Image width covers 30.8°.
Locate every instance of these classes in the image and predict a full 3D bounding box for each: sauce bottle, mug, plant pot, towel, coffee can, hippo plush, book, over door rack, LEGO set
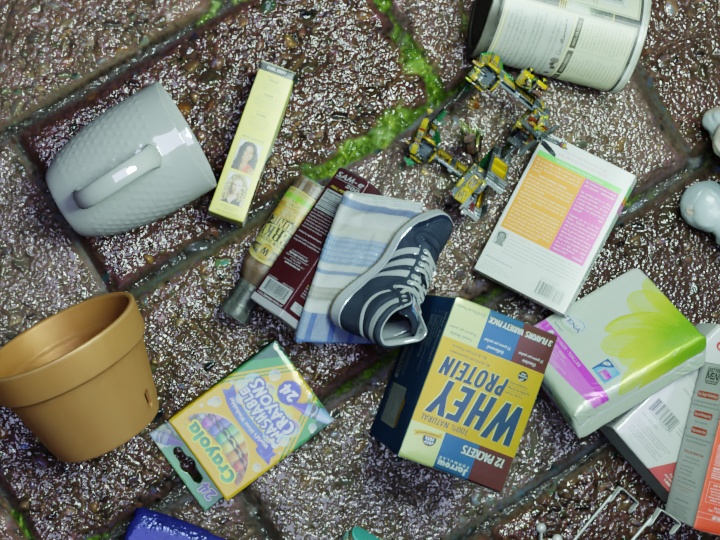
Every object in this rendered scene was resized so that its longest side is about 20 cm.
[{"bbox_3d":[-0.106,-0.024,1.656,0.065,0.065,0.201,32,84,-5],"label":"sauce bottle"},{"bbox_3d":[-0.284,-0.119,1.570,0.175,0.200,0.148,-29,101,2],"label":"mug"},{"bbox_3d":[-0.332,0.135,1.566,0.199,0.200,0.141,-27,107,-7],"label":"plant pot"},{"bbox_3d":[0.000,0.000,1.623,0.146,0.024,0.201,6,108,-49],"label":"towel"},{"bbox_3d":[0.250,-0.320,1.671,0.199,0.146,0.147,14,86,-7],"label":"coffee can"},{"bbox_3d":[0.513,-0.107,1.720,0.199,0.159,0.161,30,115,9],"label":"hippo plush"},{"bbox_3d":[0.252,-0.059,1.688,0.133,0.048,0.201,28,86,19],"label":"book"},{"bbox_3d":[0.284,0.344,1.650,0.200,0.148,0.067,-37,98,-7],"label":"over door rack"},{"bbox_3d":[-0.214,0.396,1.637,0.199,0.050,0.149,22,78,-5],"label":"towel"},{"bbox_3d":[0.147,-0.161,1.631,0.154,0.116,0.200,43,120,-13],"label":"LEGO set"}]

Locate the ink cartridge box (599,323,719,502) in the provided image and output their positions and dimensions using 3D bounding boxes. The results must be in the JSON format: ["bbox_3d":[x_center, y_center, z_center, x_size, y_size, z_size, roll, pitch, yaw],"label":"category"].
[{"bbox_3d":[0.432,0.187,1.706,0.200,0.083,0.147,-42,94,-7],"label":"ink cartridge box"}]

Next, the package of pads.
[{"bbox_3d":[0.317,0.100,1.668,0.199,0.068,0.155,-29,47,-7],"label":"package of pads"}]

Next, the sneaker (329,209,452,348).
[{"bbox_3d":[0.064,0.014,1.592,0.200,0.108,0.070,-45,130,-15],"label":"sneaker"}]

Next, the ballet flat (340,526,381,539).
[{"bbox_3d":[0.055,0.398,1.667,0.199,0.074,0.075,31,84,-3],"label":"ballet flat"}]

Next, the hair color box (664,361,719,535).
[{"bbox_3d":[0.442,0.219,1.614,0.061,0.101,0.201,14,88,-7],"label":"hair color box"}]

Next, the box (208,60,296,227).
[{"bbox_3d":[-0.136,-0.158,1.653,0.050,0.075,0.201,19,87,-4],"label":"box"}]

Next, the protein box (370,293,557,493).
[{"bbox_3d":[0.121,0.144,1.604,0.134,0.200,0.200,21,87,-9],"label":"protein box"}]

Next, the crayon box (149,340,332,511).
[{"bbox_3d":[-0.151,0.197,1.648,0.200,0.052,0.126,-37,92,-7],"label":"crayon box"}]

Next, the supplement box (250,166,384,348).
[{"bbox_3d":[-0.038,-0.016,1.638,0.061,0.109,0.201,30,82,38],"label":"supplement box"}]
